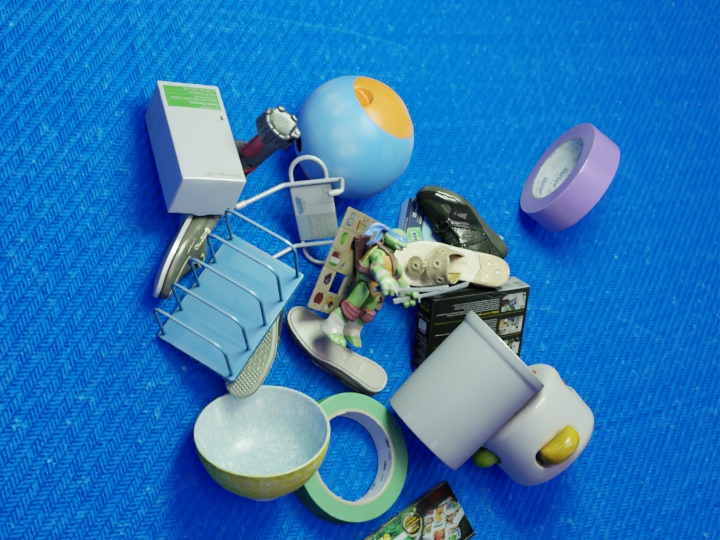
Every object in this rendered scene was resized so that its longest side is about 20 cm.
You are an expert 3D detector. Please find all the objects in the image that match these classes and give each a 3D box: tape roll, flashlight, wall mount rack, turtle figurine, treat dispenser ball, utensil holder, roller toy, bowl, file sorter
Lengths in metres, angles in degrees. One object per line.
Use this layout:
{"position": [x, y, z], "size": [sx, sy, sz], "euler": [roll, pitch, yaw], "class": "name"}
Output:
{"position": [0.385, -0.172, 1.955], "size": [0.065, 0.200, 0.201], "euler": [34, 62, -17], "class": "tape roll"}
{"position": [-0.167, -0.198, 1.645], "size": [0.067, 0.200, 0.069], "euler": [-11, 79, -30], "class": "flashlight"}
{"position": [-0.020, 0.297, 1.674], "size": [0.199, 0.048, 0.203], "euler": [9, 72, -28], "class": "tape roll"}
{"position": [-0.102, -0.076, 1.684], "size": [0.172, 0.075, 0.202], "euler": [-7, 121, 5], "class": "wall mount rack"}
{"position": [0.045, 0.048, 1.644], "size": [0.199, 0.144, 0.194], "euler": [36, 103, -10], "class": "turtle figurine"}
{"position": [-0.011, -0.219, 1.741], "size": [0.199, 0.200, 0.203], "euler": [9, 71, -27], "class": "treat dispenser ball"}
{"position": [0.169, 0.196, 1.700], "size": [0.170, 0.170, 0.200], "euler": [44, 92, -12], "class": "utensil holder"}
{"position": [0.297, 0.263, 1.782], "size": [0.140, 0.200, 0.183], "euler": [46, 45, -11], "class": "roller toy"}
{"position": [-0.144, 0.273, 1.561], "size": [0.199, 0.200, 0.109], "euler": [-23, 131, -33], "class": "bowl"}
{"position": [-0.196, 0.033, 1.563], "size": [0.138, 0.123, 0.201], "euler": [28, 69, 12], "class": "file sorter"}

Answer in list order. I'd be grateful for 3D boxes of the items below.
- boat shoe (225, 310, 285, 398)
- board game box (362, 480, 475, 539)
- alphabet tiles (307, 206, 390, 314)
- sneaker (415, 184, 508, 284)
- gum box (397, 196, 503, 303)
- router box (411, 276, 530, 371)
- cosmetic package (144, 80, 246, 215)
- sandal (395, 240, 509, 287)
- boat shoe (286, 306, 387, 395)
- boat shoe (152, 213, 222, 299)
{"position": [-0.157, 0.109, 1.632], "size": [0.074, 0.062, 0.202], "euler": [5, 59, 11], "class": "boat shoe"}
{"position": [0.091, 0.437, 1.711], "size": [0.199, 0.023, 0.106], "euler": [-28, 93, -33], "class": "board game box"}
{"position": [0.000, 0.000, 1.713], "size": [0.200, 0.008, 0.169], "euler": [23, 89, -57], "class": "alphabet tiles"}
{"position": [0.162, -0.054, 1.812], "size": [0.199, 0.076, 0.115], "euler": [45, 52, -17], "class": "sneaker"}
{"position": [0.151, -0.013, 1.865], "size": [0.199, 0.044, 0.172], "euler": [22, 66, -24], "class": "gum box"}
{"position": [0.188, 0.098, 1.802], "size": [0.198, 0.051, 0.151], "euler": [-7, 114, -28], "class": "router box"}
{"position": [-0.256, -0.187, 1.622], "size": [0.107, 0.085, 0.201], "euler": [0, 53, -31], "class": "cosmetic package"}
{"position": [0.148, -0.012, 1.734], "size": [0.209, 0.070, 0.079], "euler": [6, 81, -7], "class": "sandal"}
{"position": [-0.047, 0.138, 1.708], "size": [0.199, 0.057, 0.067], "euler": [39, 57, -9], "class": "boat shoe"}
{"position": [-0.260, -0.039, 1.620], "size": [0.060, 0.072, 0.203], "euler": [28, 60, -15], "class": "boat shoe"}
